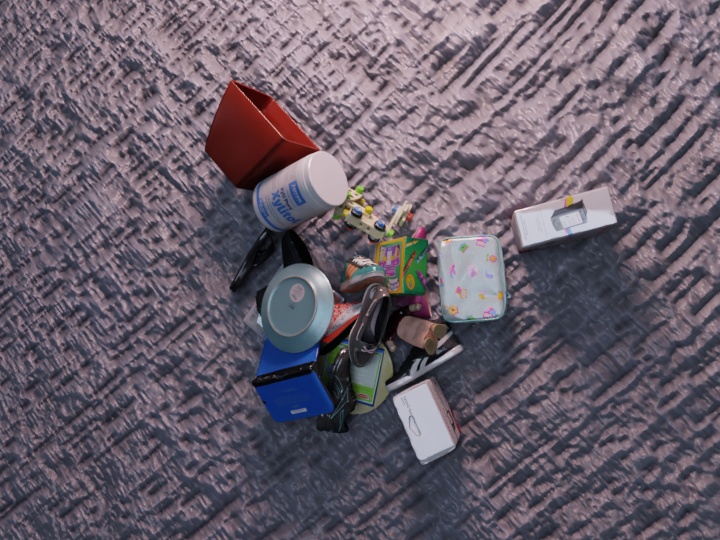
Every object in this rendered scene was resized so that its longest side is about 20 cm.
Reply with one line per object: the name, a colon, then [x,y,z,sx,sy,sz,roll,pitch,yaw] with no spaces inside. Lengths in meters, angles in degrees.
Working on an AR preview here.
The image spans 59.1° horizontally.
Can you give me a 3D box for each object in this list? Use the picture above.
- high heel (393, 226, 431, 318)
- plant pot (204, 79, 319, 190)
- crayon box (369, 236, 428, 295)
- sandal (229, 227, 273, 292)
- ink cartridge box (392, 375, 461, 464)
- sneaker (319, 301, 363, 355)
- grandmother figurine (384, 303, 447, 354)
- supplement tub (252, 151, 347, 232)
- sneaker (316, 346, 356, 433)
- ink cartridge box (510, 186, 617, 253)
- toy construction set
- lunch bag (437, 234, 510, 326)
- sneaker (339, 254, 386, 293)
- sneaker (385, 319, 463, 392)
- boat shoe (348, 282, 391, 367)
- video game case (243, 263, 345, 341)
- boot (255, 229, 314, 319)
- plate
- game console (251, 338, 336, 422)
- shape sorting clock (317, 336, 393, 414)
high heel: [0.143,0.006,1.459,0.095,0.067,0.203,18,93,23]
plant pot: [-0.252,-0.303,1.523,0.176,0.199,0.200,-45,78,16]
crayon box: [0.079,-0.004,1.413,0.057,0.199,0.121,6,85,-21]
sandal: [-0.254,-0.030,1.560,0.048,0.075,0.202,30,100,-12]
ink cartridge box: [0.147,0.314,1.365,0.082,0.200,0.147,-26,80,8]
sneaker: [-0.045,0.094,1.459,0.201,0.067,0.109,-39,64,14]
grandmother figurine: [0.097,0.128,1.424,0.122,0.061,0.199,-49,37,-16]
supplement tub: [-0.141,-0.177,1.455,0.198,0.131,0.134,-20,79,40]
sneaker: [-0.042,0.274,1.447,0.078,0.075,0.203,15,98,3]
ink cartridge box: [0.432,-0.104,1.372,0.197,0.148,0.087,-15,83,9]
toy construction set: [0.021,-0.134,1.486,0.197,0.131,0.093,17,120,7]
lunch bag: [0.255,0.024,1.433,0.157,0.077,0.204,-5,84,10]
sneaker: [0.000,0.000,1.438,0.070,0.200,0.081,5,79,-22]
sneaker: [0.125,0.185,1.451,0.198,0.073,0.113,-29,76,-4]
boat shoe: [0.021,0.128,1.380,0.066,0.057,0.203,4,109,-27]
video game case: [-0.161,0.097,1.543,0.181,0.024,0.201,37,92,13]
boot: [-0.183,0.024,1.507,0.162,0.073,0.200,-36,62,19]
plate: [-0.149,0.081,1.419,0.197,0.025,0.204,-8,75,29]
game console: [-0.141,0.235,1.457,0.198,0.118,0.172,-19,105,37]
shape sorting clock: [-0.017,0.235,1.490,0.196,0.039,0.204,-1,86,16]
